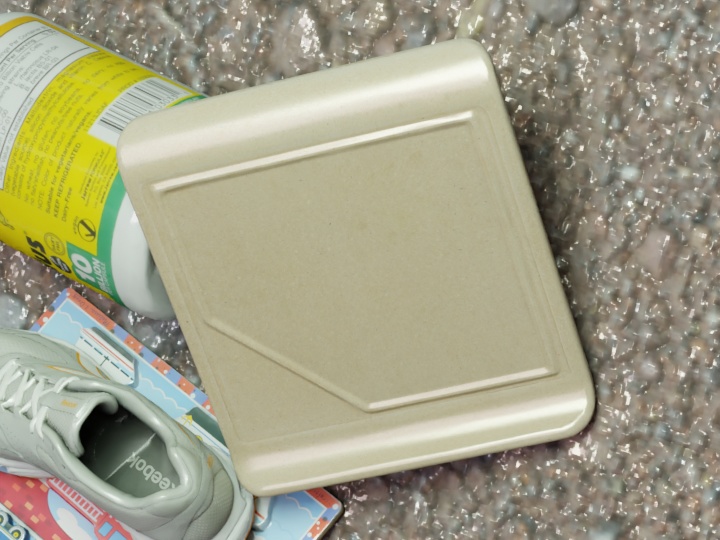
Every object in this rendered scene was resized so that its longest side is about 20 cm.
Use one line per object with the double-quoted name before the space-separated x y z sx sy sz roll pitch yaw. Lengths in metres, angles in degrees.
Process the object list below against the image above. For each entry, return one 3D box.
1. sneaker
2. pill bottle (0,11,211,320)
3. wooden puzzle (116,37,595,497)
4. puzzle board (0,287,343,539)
"sneaker" -0.143 0.071 1.400 0.199 0.092 0.076 25 75 22
"pill bottle" -0.154 -0.063 1.427 0.199 0.113 0.113 26 104 26
"wooden puzzle" 0.000 0.000 1.333 0.184 0.037 0.201 -12 113 15
"puzzle board" -0.129 0.119 1.436 0.200 0.017 0.151 37 82 23
